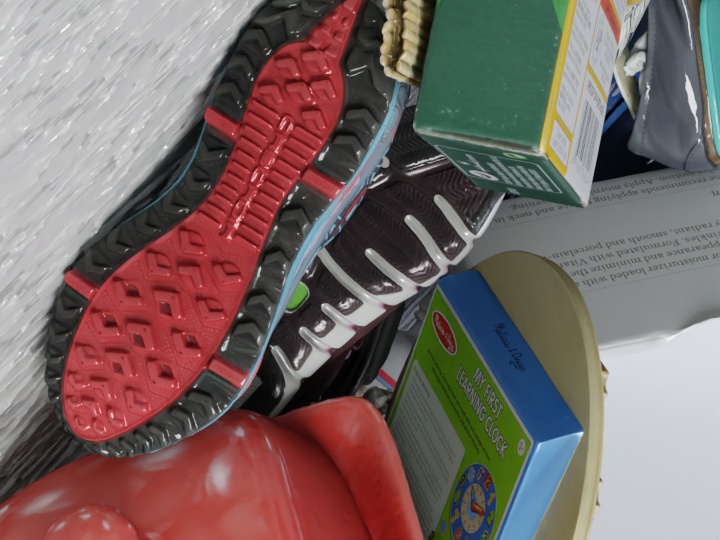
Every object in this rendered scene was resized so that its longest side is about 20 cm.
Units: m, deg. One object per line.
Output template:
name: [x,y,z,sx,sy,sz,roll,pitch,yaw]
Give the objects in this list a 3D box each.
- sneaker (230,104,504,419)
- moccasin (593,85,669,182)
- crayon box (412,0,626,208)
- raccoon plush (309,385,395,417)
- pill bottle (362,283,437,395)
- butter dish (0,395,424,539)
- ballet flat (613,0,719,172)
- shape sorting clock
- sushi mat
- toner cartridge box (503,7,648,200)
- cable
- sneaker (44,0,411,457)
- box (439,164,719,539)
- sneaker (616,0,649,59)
sneaker: [-0.008,0.001,0.852,0.200,0.076,0.115,-41,171,4]
moccasin: [0.130,-0.023,1.014,0.200,0.068,0.081,-48,167,-5]
crayon box: [0.074,-0.134,0.673,0.126,0.051,0.202,25,77,-75]
raccoon plush: [-0.025,0.127,0.942,0.133,0.098,0.200,-22,162,3]
pill bottle: [0.014,0.109,1.081,0.200,0.109,0.109,-49,165,-5]
butter dish: [-0.077,0.136,0.699,0.198,0.201,0.148,-23,144,8]
ballet flat: [0.154,-0.149,0.912,0.073,0.072,0.202,-26,116,-58]
shape sorting clock: [0.049,0.090,0.765,0.200,0.039,0.202,-169,-90,-70]
sushi mat: [0.039,-0.113,0.701,0.200,0.012,0.097,0,92,-74]
toner cartridge box: [0.120,-0.100,1.017,0.200,0.043,0.095,-45,167,-23]
cable: [0.000,0.000,0.932,0.097,0.050,0.201,-40,153,-53]
sneaker: [-0.040,-0.010,0.692,0.201,0.079,0.095,-53,167,8]
box: [0.151,0.065,0.950,0.197,0.131,0.202,-11,129,-11]
sneaker: [0.109,-0.151,0.842,0.088,0.075,0.201,-58,177,-41]
